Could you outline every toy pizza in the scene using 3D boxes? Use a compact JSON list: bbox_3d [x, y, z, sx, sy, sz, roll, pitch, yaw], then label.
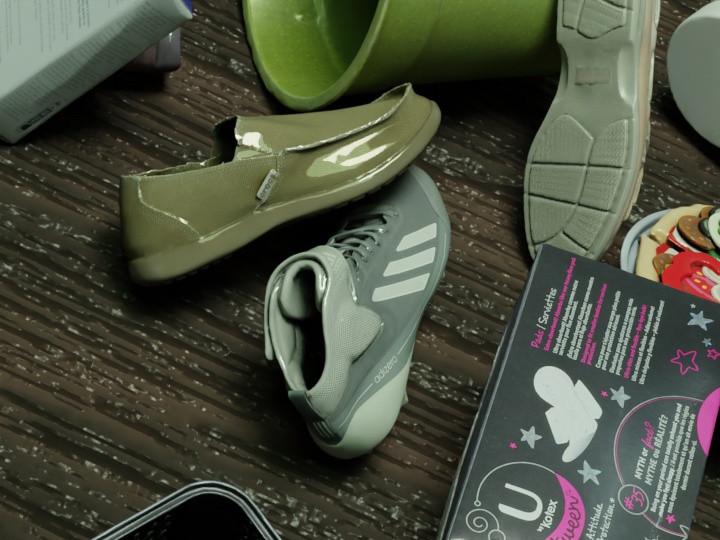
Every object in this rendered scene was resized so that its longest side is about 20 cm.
[{"bbox_3d":[0.243,0.024,1.166,0.198,0.032,0.201,17,36,-13],"label":"toy pizza"}]

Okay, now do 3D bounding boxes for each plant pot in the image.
[{"bbox_3d":[0.054,-0.188,1.225,0.188,0.200,0.201,4,52,-29],"label":"plant pot"}]

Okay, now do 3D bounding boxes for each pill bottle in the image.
[{"bbox_3d":[0.293,-0.159,1.299,0.199,0.117,0.116,-34,68,-34],"label":"pill bottle"}]

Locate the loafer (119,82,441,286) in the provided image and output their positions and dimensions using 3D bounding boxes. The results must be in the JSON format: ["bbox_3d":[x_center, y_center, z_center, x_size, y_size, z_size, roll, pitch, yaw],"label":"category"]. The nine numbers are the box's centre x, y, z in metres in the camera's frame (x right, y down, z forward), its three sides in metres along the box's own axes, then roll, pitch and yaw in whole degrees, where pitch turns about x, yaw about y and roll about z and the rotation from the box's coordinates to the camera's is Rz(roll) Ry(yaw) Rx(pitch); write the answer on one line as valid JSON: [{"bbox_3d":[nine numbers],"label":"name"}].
[{"bbox_3d":[-0.047,-0.059,1.118,0.199,0.076,0.068,-28,103,-15],"label":"loafer"}]

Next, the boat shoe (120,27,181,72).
[{"bbox_3d":[-0.125,-0.201,1.244,0.064,0.072,0.201,15,55,-11],"label":"boat shoe"}]

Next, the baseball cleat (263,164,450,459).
[{"bbox_3d":[0.000,0.000,1.101,0.069,0.107,0.201,-12,47,23],"label":"baseball cleat"}]

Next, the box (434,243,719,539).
[{"bbox_3d":[0.105,0.111,1.030,0.114,0.133,0.201,20,50,4],"label":"box"}]

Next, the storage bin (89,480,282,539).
[{"bbox_3d":[-0.109,0.206,0.922,0.199,0.094,0.135,-28,66,-31],"label":"storage bin"}]

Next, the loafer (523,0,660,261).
[{"bbox_3d":[0.146,-0.094,1.188,0.071,0.202,0.063,12,8,36],"label":"loafer"}]

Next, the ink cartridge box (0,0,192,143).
[{"bbox_3d":[-0.149,-0.202,1.167,0.040,0.199,0.201,31,39,-43],"label":"ink cartridge box"}]
